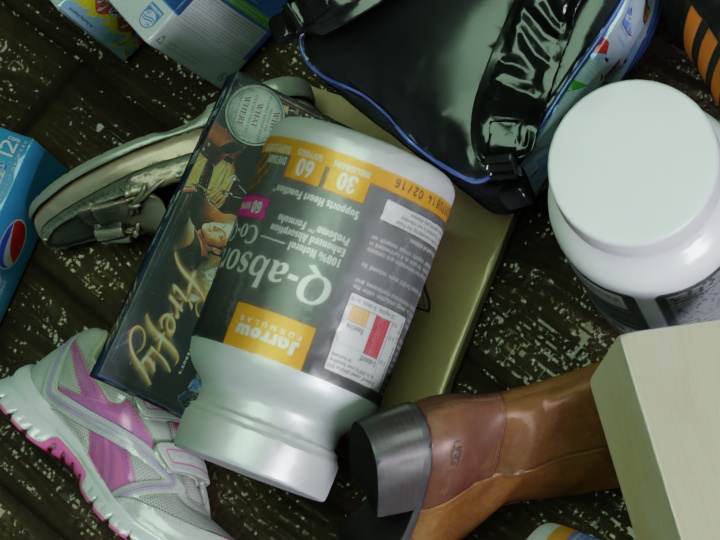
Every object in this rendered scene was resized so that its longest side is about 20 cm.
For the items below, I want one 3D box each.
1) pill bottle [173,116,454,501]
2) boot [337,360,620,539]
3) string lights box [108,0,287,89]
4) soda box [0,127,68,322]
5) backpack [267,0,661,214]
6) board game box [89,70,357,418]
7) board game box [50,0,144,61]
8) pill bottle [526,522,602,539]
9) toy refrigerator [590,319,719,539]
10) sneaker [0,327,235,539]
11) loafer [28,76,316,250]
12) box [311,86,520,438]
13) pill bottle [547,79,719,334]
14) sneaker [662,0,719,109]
[{"bbox_3d":[-0.030,0.023,1.603,0.116,0.116,0.201,18,83,18],"label":"pill bottle"},{"bbox_3d":[0.089,0.127,1.626,0.199,0.189,0.069,-14,40,-17],"label":"boot"},{"bbox_3d":[-0.058,-0.216,1.738,0.200,0.103,0.059,-47,63,7],"label":"string lights box"},{"bbox_3d":[-0.261,0.007,1.762,0.064,0.068,0.201,21,80,19],"label":"soda box"},{"bbox_3d":[0.084,-0.149,1.653,0.200,0.154,0.191,39,95,19],"label":"backpack"},{"bbox_3d":[-0.059,0.000,1.674,0.135,0.035,0.201,26,82,-12],"label":"board game box"},{"bbox_3d":[-0.130,-0.251,1.772,0.200,0.103,0.105,-45,66,4],"label":"board game box"},{"bbox_3d":[0.176,0.225,1.567,0.199,0.112,0.113,20,80,17],"label":"pill bottle"},{"bbox_3d":[0.191,0.133,1.507,0.075,0.070,0.201,-8,66,-16],"label":"toy refrigerator"},{"bbox_3d":[-0.132,0.107,1.694,0.088,0.081,0.200,-46,70,0],"label":"sneaker"},{"bbox_3d":[-0.113,-0.053,1.735,0.199,0.072,0.063,-25,71,12],"label":"loafer"},{"bbox_3d":[0.000,0.000,1.723,0.163,0.021,0.201,19,81,19],"label":"box"},{"bbox_3d":[0.170,-0.032,1.594,0.115,0.200,0.117,-4,74,12],"label":"pill bottle"},{"bbox_3d":[0.219,-0.128,1.593,0.070,0.090,0.201,-16,84,-21],"label":"sneaker"}]
